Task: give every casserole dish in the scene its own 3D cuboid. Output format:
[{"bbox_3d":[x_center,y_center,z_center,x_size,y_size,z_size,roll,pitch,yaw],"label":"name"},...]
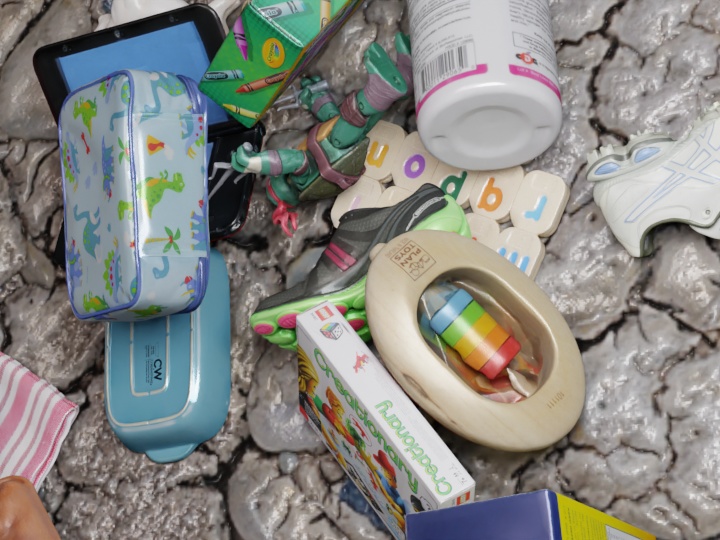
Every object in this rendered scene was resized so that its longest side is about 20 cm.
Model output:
[{"bbox_3d":[-0.171,0.063,1.615,0.121,0.039,0.201,-12,70,28],"label":"casserole dish"}]

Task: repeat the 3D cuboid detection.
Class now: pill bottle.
[{"bbox_3d":[0.095,-0.190,1.485,0.113,0.113,0.201,-19,55,24],"label":"pill bottle"}]

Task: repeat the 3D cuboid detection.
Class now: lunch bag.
[{"bbox_3d":[-0.188,-0.060,1.545,0.160,0.082,0.201,-14,78,56],"label":"lunch bag"}]

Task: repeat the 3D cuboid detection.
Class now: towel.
[{"bbox_3d":[-0.352,0.142,1.701,0.199,0.030,0.147,29,90,34],"label":"towel"}]

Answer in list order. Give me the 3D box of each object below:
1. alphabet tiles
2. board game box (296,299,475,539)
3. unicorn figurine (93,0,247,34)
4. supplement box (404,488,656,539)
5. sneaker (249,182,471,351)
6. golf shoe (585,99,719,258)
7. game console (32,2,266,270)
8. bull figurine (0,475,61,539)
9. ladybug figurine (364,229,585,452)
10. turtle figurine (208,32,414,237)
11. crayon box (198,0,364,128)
[{"bbox_3d":[0.070,-0.053,1.524,0.199,0.015,0.197,20,85,34],"label":"alphabet tiles"},{"bbox_3d":[0.017,0.132,1.433,0.034,0.127,0.200,-26,55,-20],"label":"board game box"},{"bbox_3d":[-0.179,-0.234,1.691,0.199,0.074,0.138,20,96,28],"label":"unicorn figurine"},{"bbox_3d":[0.124,0.227,1.289,0.109,0.200,0.110,-14,67,26],"label":"supplement box"},{"bbox_3d":[0.000,0.000,1.507,0.199,0.077,0.084,-29,45,16],"label":"sneaker"},{"bbox_3d":[0.269,-0.075,1.393,0.199,0.078,0.098,-24,81,28],"label":"golf shoe"},{"bbox_3d":[-0.197,-0.112,1.632,0.199,0.119,0.173,-11,51,28],"label":"game console"},{"bbox_3d":[-0.279,0.270,1.582,0.121,0.065,0.200,-34,61,0],"label":"bull figurine"},{"bbox_3d":[0.079,0.055,1.418,0.136,0.072,0.200,-40,84,-25],"label":"ladybug figurine"},{"bbox_3d":[-0.033,-0.111,1.543,0.200,0.101,0.150,-37,16,28],"label":"turtle figurine"},{"bbox_3d":[-0.039,-0.218,1.518,0.058,0.119,0.200,39,52,-1],"label":"crayon box"}]
